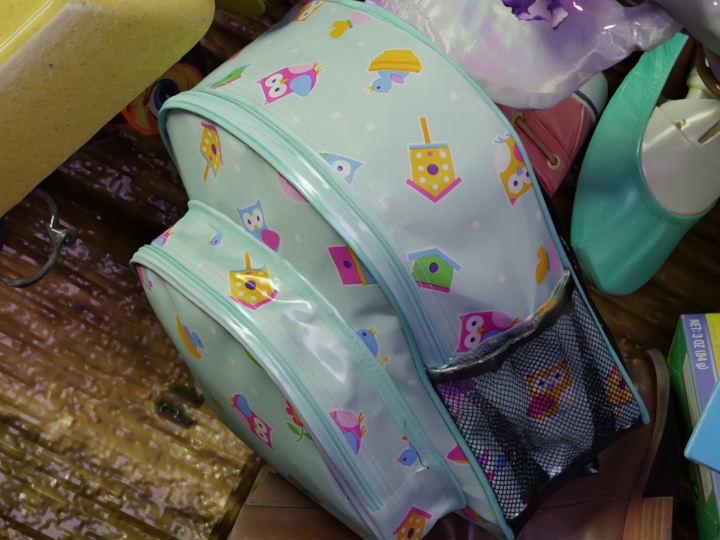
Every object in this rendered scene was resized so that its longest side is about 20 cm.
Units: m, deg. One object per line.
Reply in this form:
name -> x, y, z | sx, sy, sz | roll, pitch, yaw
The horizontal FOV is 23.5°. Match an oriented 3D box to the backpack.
backpack -> 0.000, 0.000, 0.685 | 0.153, 0.176, 0.200 | -31, 125, -19

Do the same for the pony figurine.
pony figurine -> 0.112, -0.121, 0.672 | 0.193, 0.200, 0.167 | 37, 92, 7

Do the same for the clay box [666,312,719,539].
clay box -> 0.250, 0.074, 0.795 | 0.200, 0.048, 0.115 | -3, 54, -2

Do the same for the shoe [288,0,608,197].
shoe -> 0.014, -0.092, 0.780 | 0.200, 0.071, 0.091 | 31, 73, -15

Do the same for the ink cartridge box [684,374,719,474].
ink cartridge box -> 0.217, -0.013, 0.678 | 0.085, 0.144, 0.200 | 26, 112, 18

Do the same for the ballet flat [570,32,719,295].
ballet flat -> 0.159, -0.080, 0.801 | 0.067, 0.070, 0.200 | 37, 67, -24

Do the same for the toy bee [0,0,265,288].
toy bee -> -0.104, -0.103, 0.743 | 0.131, 0.109, 0.200 | 37, 111, 29

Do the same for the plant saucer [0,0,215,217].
plant saucer -> -0.189, -0.115, 0.678 | 0.200, 0.048, 0.200 | -39, 83, 15

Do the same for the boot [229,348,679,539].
boot -> 0.040, 0.096, 0.770 | 0.200, 0.186, 0.064 | -5, 114, 13
